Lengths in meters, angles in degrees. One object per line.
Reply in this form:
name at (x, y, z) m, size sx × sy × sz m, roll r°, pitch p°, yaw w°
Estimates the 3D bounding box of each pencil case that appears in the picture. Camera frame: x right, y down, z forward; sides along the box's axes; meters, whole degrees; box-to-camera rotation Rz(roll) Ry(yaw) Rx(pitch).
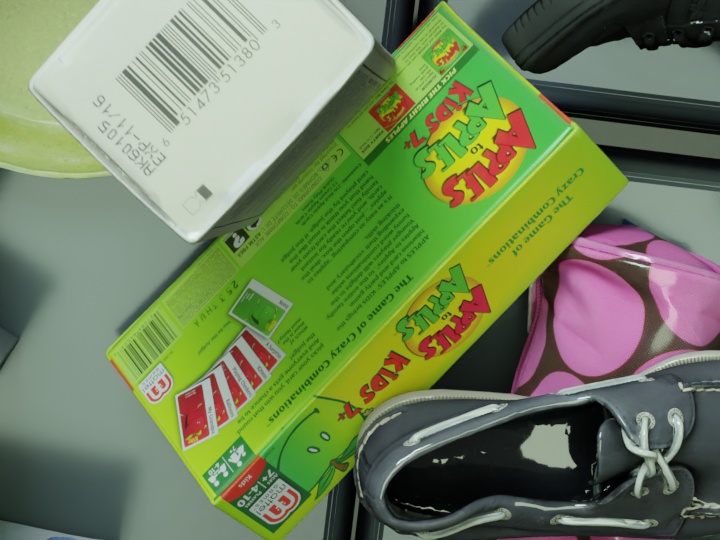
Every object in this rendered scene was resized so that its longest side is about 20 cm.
pencil case at (0.089, 0.080, 0.971) m, size 0.093 × 0.091 × 0.202 m, roll 16°, pitch 98°, yaw 13°

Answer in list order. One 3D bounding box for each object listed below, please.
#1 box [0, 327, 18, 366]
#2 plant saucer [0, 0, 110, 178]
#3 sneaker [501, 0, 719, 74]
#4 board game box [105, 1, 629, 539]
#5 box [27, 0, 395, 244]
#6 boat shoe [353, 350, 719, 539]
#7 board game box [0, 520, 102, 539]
box at (-0.230, -0.004, 0.914) m, size 0.199 × 0.156 × 0.041 m, roll 33°, pitch 93°, yaw -5°
plant saucer at (-0.116, -0.139, 0.964) m, size 0.198 × 0.031 × 0.202 m, roll 0°, pitch 98°, yaw -2°
sneaker at (0.160, -0.101, 0.898) m, size 0.199 × 0.060 × 0.105 m, roll -32°, pitch 95°, yaw 12°
board game box at (0.000, 0.000, 0.948) m, size 0.200 × 0.102 × 0.048 m, roll -46°, pitch 138°, yaw 4°
box at (-0.046, -0.070, 0.857) m, size 0.078 × 0.200 × 0.095 m, roll 43°, pitch 93°, yaw 0°
boat shoe at (0.096, 0.074, 0.891) m, size 0.198 × 0.063 × 0.073 m, roll -4°, pitch 101°, yaw 3°
board game box at (-0.200, 0.130, 0.909) m, size 0.197 × 0.200 × 0.044 m, roll 11°, pitch 99°, yaw -3°
